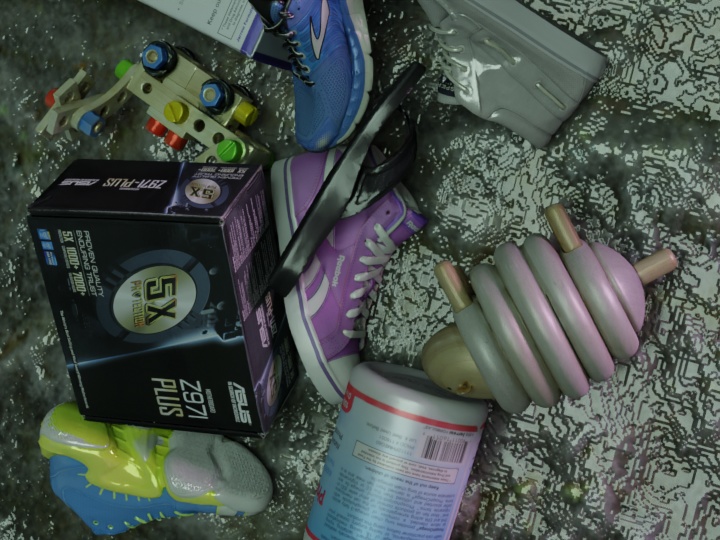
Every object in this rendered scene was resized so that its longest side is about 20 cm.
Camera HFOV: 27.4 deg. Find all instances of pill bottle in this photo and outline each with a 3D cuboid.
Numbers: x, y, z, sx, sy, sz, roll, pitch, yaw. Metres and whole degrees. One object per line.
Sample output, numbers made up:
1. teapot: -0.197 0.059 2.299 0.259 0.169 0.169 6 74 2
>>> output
1. pill bottle: 0.019 0.179 1.127 0.109 0.109 0.200 19 96 17

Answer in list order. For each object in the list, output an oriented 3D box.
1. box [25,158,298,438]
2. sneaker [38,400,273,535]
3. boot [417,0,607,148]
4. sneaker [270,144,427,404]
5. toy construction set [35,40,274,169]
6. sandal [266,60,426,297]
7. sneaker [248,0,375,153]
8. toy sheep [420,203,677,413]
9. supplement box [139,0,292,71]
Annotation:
1. box: -0.149 0.022 1.148 0.164 0.086 0.200 4 122 18
2. sneaker: -0.171 0.177 1.222 0.200 0.076 0.105 19 125 9
3. boot: 0.079 -0.167 1.089 0.200 0.074 0.096 30 106 -12
4. sneaker: 0.000 0.000 1.151 0.114 0.073 0.201 -10 88 15
5. toy construction set: -0.156 -0.108 1.196 0.200 0.092 0.131 32 101 4
6. sandal: 0.000 -0.063 1.103 0.048 0.075 0.201 31 94 -6
7. sneaker: -0.044 -0.183 1.081 0.079 0.089 0.200 29 127 52
8. toy sheep: 0.136 0.031 1.077 0.200 0.138 0.138 -28 82 10
9. supplement box: -0.131 -0.248 1.172 0.200 0.101 0.103 27 99 16
